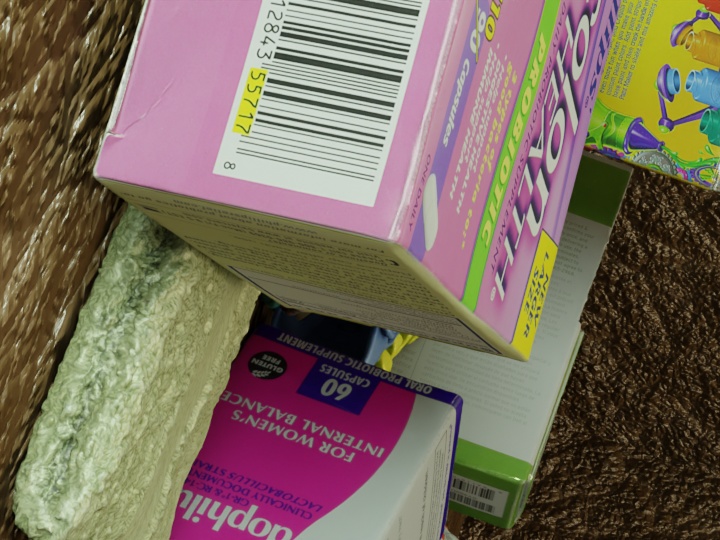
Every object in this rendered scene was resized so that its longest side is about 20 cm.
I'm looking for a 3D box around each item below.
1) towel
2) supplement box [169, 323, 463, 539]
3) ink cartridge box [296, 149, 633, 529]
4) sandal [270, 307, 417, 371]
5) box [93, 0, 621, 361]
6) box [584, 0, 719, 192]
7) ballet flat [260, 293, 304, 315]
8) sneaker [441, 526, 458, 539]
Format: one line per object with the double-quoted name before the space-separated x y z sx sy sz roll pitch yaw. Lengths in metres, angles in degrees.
"towel" -0.067 0.019 0.794 0.148 0.036 0.200 84 26 -71
"supplement box" -0.042 0.134 0.936 0.103 0.101 0.200 94 20 -46
"ink cartridge box" 0.051 0.019 1.210 0.076 0.148 0.200 95 16 -64
"sandal" 0.000 0.000 1.096 0.200 0.079 0.087 -66 159 -55
"box" 0.014 -0.079 0.722 0.200 0.097 0.176 41 63 -71
"box" 0.112 -0.158 0.989 0.122 0.193 0.200 -1 111 -71
"ballet flat" -0.006 -0.053 0.912 0.200 0.072 0.072 100 11 -57
"sneaker" 0.027 0.178 1.101 0.082 0.077 0.200 -44 176 7
